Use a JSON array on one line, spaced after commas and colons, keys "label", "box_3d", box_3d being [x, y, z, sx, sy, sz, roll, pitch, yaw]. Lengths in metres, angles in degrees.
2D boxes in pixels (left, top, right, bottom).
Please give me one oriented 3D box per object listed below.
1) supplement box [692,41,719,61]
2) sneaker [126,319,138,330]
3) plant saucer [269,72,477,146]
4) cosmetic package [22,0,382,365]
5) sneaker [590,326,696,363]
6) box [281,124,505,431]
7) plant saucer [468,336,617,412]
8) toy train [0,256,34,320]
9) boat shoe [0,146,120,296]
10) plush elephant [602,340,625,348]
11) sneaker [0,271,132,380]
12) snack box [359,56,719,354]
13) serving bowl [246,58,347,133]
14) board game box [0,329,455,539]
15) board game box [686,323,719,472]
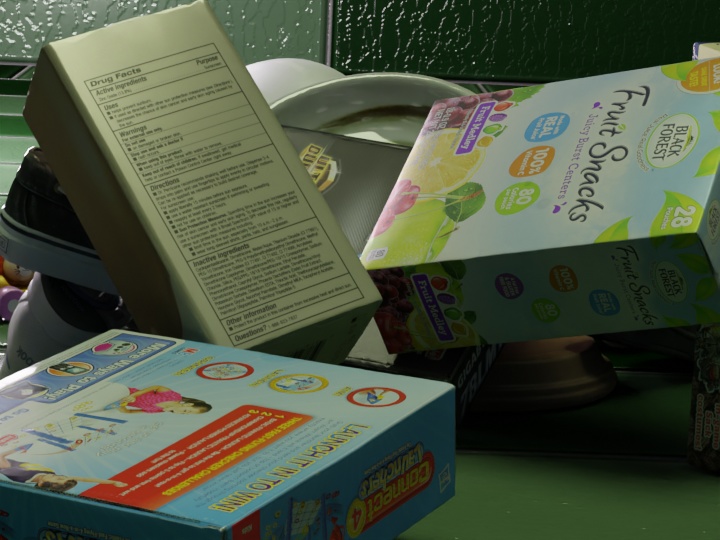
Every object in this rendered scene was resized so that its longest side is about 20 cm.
[{"label": "supplement box", "box_3d": [0.301, -0.048, 1.571, 0.134, 0.200, 0.200, 3, 9, -3]}, {"label": "sneaker", "box_3d": [-0.122, 0.011, 1.490, 0.200, 0.075, 0.106, 8, 12, 24]}, {"label": "plant saucer", "box_3d": [0.004, -0.053, 1.518, 0.200, 0.050, 0.200, -6, 39, 5]}, {"label": "cosmetic package", "box_3d": [-0.085, -0.034, 1.211, 0.105, 0.200, 0.071, -19, -22, -28]}, {"label": "sneaker", "box_3d": [0.183, -0.002, 1.441, 0.060, 0.104, 0.200, 15, 0, 33]}, {"label": "box", "box_3d": [0.000, 0.000, 1.380, 0.198, 0.050, 0.200, 10, 43, 23]}, {"label": "plant saucer", "box_3d": [0.060, 0.052, 1.438, 0.200, 0.030, 0.200, 2, 9, 0]}, {"label": "toy train", "box_3d": [-0.257, -0.008, 1.622, 0.150, 0.056, 0.200, 10, 13, 36]}, {"label": "boat shoe", "box_3d": [-0.099, -0.020, 1.279, 0.200, 0.071, 0.072, 11, 25, -18]}, {"label": "plush elephant", "box_3d": [0.126, -0.039, 1.628, 0.155, 0.165, 0.200, -23, 16, 33]}, {"label": "sneaker", "box_3d": [-0.172, 0.021, 1.367, 0.074, 0.087, 0.200, 38, 14, -1]}, {"label": "snack box", "box_3d": [0.117, -0.037, 1.279, 0.200, 0.068, 0.169, -6, 36, 26]}, {"label": "serving bowl", "box_3d": [-0.085, -0.074, 1.640, 0.200, 0.200, 0.066, 13, -23, 46]}, {"label": "board game box", "box_3d": [-0.088, 0.090, 1.035, 0.196, 0.056, 0.200, 8, 18, 29]}, {"label": "board game box", "box_3d": [0.301, 0.065, 1.223, 0.200, 0.097, 0.159, 12, 14, 43]}]
